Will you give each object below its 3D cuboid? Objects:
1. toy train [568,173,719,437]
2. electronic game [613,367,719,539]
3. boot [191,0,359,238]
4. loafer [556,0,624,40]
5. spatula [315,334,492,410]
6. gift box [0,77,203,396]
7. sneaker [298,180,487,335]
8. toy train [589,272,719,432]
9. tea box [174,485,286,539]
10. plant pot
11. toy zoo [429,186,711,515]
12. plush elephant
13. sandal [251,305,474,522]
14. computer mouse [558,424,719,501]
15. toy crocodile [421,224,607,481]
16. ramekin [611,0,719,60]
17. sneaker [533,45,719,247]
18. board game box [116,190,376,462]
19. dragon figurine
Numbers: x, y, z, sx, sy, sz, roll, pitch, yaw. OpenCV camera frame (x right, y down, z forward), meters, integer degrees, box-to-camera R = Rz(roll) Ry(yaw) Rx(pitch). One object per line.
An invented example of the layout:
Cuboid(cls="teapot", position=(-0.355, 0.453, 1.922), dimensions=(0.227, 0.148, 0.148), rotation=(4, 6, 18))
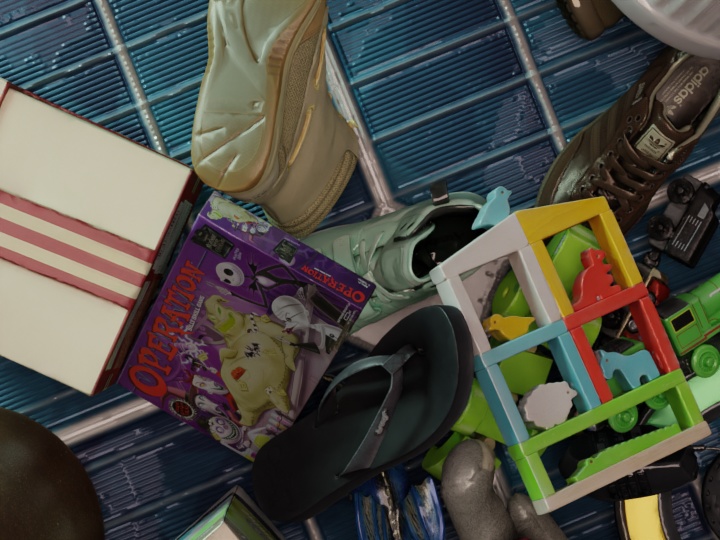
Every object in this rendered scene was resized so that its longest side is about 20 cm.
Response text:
Cuboid(cls="toy train", position=(0.188, 0.030, 1.625), dimensions=(0.046, 0.034, 0.200), rotation=(29, 91, 17))
Cuboid(cls="electronic game", position=(0.270, 0.153, 1.627), dimensions=(0.199, 0.042, 0.201), rotation=(0, 90, 0))
Cuboid(cls="boot", position=(-0.043, -0.130, 1.570), dimensions=(0.073, 0.155, 0.201), rotation=(7, 79, 19))
Cuboid(cls="loafer", position=(0.135, -0.255, 1.611), dimensions=(0.067, 0.076, 0.200), rotation=(-24, 99, -3))
Cuboid(cls="spatula", position=(0.047, 0.075, 1.633), dimensions=(0.200, 0.021, 0.057), rotation=(-34, 97, -1))
Cuboid(cls="gift box", position=(-0.215, -0.037, 1.546), dimensions=(0.186, 0.200, 0.185), rotation=(24, 85, 0))
Cuboid(cls="sneaker", position=(0.000, -0.001, 1.584), dimensions=(0.200, 0.118, 0.074), rotation=(-26, 91, -1))
Cuboid(cls="toy train", position=(0.223, 0.039, 1.599), dimensions=(0.200, 0.042, 0.057), rotation=(-32, 107, -18))
Cuboid(cls="tea box", position=(-0.067, 0.263, 1.546), dimensions=(0.134, 0.197, 0.200), rotation=(-41, 90, 0))
Cuboid(cls="plant pot", position=(-0.266, 0.184, 1.541), dimensions=(0.186, 0.200, 0.188), rotation=(0, 90, -1))
Cuboid(cls="toy zoo", position=(0.128, 0.039, 1.534), dimensions=(0.131, 0.020, 0.200), rotation=(-22, 86, -24))
Cuboid(cls="plush elephant", position=(0.142, 0.222, 1.549), dimensions=(0.154, 0.165, 0.200), rotation=(-9, 132, 22))
Cuboid(cls="sandal", position=(-0.001, 0.097, 1.528), dimensions=(0.200, 0.043, 0.076), rotation=(-44, 58, 28))
Cuboid(cls="computer mouse", position=(0.230, 0.128, 1.591), dimensions=(0.199, 0.059, 0.034), rotation=(-3, 114, 3))
Cuboid(cls="toy crocodile", position=(0.105, 0.059, 1.606), dimensions=(0.067, 0.062, 0.200), rotation=(23, 96, -18))
Cuboid(cls="ramekin", position=(0.242, -0.247, 1.550), dimensions=(0.200, 0.105, 0.201), rotation=(10, 66, -22))
Cuboid(cls="sneaker", position=(0.182, -0.083, 1.607), dimensions=(0.070, 0.076, 0.200), rotation=(36, 89, -1))
Cuboid(cls="board game box", position=(-0.077, 0.043, 1.559), dimensions=(0.120, 0.200, 0.032), rotation=(33, 50, 2))
Cuboid(cls="dragon figurine", position=(0.021, 0.164, 1.584), dimensions=(0.059, 0.099, 0.201), rotation=(-13, 102, -11))
